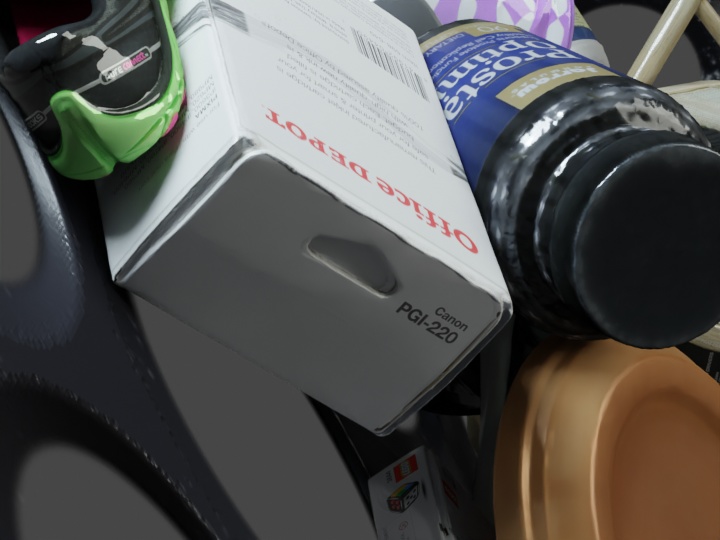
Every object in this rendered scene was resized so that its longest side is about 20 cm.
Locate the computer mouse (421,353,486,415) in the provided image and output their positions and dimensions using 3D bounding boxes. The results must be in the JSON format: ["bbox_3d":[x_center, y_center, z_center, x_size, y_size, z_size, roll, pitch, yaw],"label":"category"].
[{"bbox_3d":[0.000,0.000,1.293,0.200,0.053,0.139,44,29,-25],"label":"computer mouse"}]

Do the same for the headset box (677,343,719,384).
[{"bbox_3d":[0.213,0.106,1.504,0.077,0.199,0.149,-60,162,-78],"label":"headset box"}]

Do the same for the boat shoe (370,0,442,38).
[{"bbox_3d":[0.016,-0.089,1.329,0.066,0.070,0.200,42,-2,34],"label":"boat shoe"}]

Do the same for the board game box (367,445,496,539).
[{"bbox_3d":[0.075,0.181,1.176,0.200,0.035,0.126,52,14,-28],"label":"board game box"}]

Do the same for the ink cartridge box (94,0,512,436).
[{"bbox_3d":[-0.033,-0.049,1.116,0.145,0.085,0.200,31,23,-31],"label":"ink cartridge box"}]

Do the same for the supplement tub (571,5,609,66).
[{"bbox_3d":[0.035,-0.155,1.592,0.200,0.145,0.145,58,11,12],"label":"supplement tub"}]

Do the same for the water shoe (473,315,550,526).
[{"bbox_3d":[0.098,0.086,1.258,0.071,0.079,0.201,3,82,-53],"label":"water shoe"}]

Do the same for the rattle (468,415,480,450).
[{"bbox_3d":[0.110,0.102,1.421,0.200,0.130,0.143,34,-10,22],"label":"rattle"}]

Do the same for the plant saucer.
[{"bbox_3d":[0.129,0.116,1.182,0.200,0.037,0.201,26,56,-46],"label":"plant saucer"}]

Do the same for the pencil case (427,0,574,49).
[{"bbox_3d":[0.013,-0.138,1.393,0.199,0.084,0.086,14,63,-19],"label":"pencil case"}]

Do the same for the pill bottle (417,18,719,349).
[{"bbox_3d":[0.084,-0.035,1.182,0.112,0.112,0.200,53,-8,-26],"label":"pill bottle"}]

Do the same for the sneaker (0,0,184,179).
[{"bbox_3d":[-0.116,-0.124,1.059,0.084,0.077,0.200,52,11,-44],"label":"sneaker"}]

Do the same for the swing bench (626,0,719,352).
[{"bbox_3d":[0.185,-0.050,1.449,0.130,0.200,0.199,49,-6,-22],"label":"swing bench"}]
